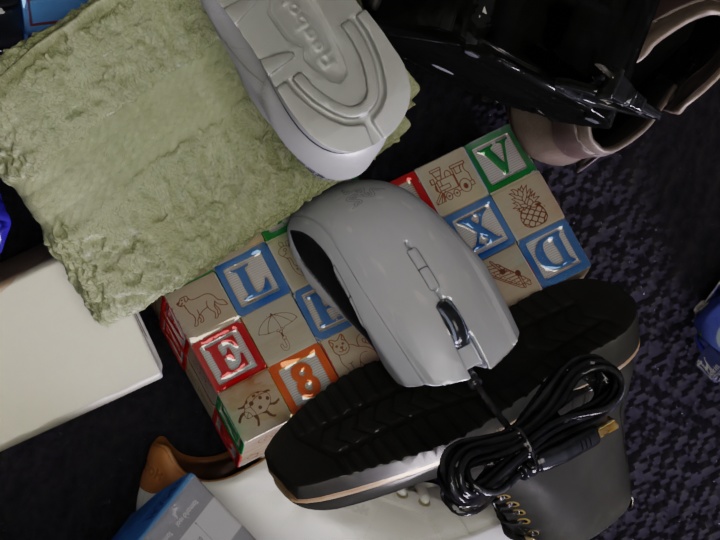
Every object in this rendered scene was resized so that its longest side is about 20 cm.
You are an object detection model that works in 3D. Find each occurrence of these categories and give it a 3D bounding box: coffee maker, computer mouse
[{"bbox_3d":[0.106,-0.175,1.253,0.135,0.192,0.200,26,86,-53],"label":"coffee maker"},{"bbox_3d":[0.033,0.020,1.283,0.110,0.044,0.200,-27,58,-23],"label":"computer mouse"}]

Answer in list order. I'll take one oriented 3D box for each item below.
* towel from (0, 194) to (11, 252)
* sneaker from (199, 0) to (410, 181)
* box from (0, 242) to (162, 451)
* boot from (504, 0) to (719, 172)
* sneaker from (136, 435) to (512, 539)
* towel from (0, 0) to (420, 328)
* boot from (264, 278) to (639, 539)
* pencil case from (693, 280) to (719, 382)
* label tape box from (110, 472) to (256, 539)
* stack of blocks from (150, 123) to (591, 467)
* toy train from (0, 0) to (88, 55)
[{"bbox_3d":[-0.227,-0.070,1.278,0.050,0.148,0.200,-2,62,-42],"label":"towel"},{"bbox_3d":[-0.048,-0.133,1.253,0.076,0.081,0.200,-23,82,-12],"label":"sneaker"},{"bbox_3d":[-0.206,0.054,1.348,0.200,0.095,0.078,-25,99,-7],"label":"box"},{"bbox_3d":[0.150,-0.130,1.352,0.070,0.146,0.200,42,87,-21],"label":"boot"},{"bbox_3d":[-0.015,0.113,1.397,0.200,0.073,0.085,-1,100,-8],"label":"sneaker"},{"bbox_3d":[-0.080,-0.080,1.301,0.200,0.036,0.148,-37,104,-12],"label":"towel"},{"bbox_3d":[0.056,0.105,1.341,0.200,0.077,0.138,-21,129,-17],"label":"boot"},{"bbox_3d":[0.249,-0.020,1.424,0.087,0.078,0.200,32,92,16],"label":"pencil case"},{"bbox_3d":[-0.063,0.219,1.312,0.200,0.066,0.143,45,44,-6],"label":"label tape box"},{"bbox_3d":[0.000,0.000,1.373,0.200,0.059,0.115,-26,78,-12],"label":"stack of blocks"},{"bbox_3d":[-0.129,-0.163,1.339,0.200,0.087,0.114,-9,104,-9],"label":"toy train"}]
